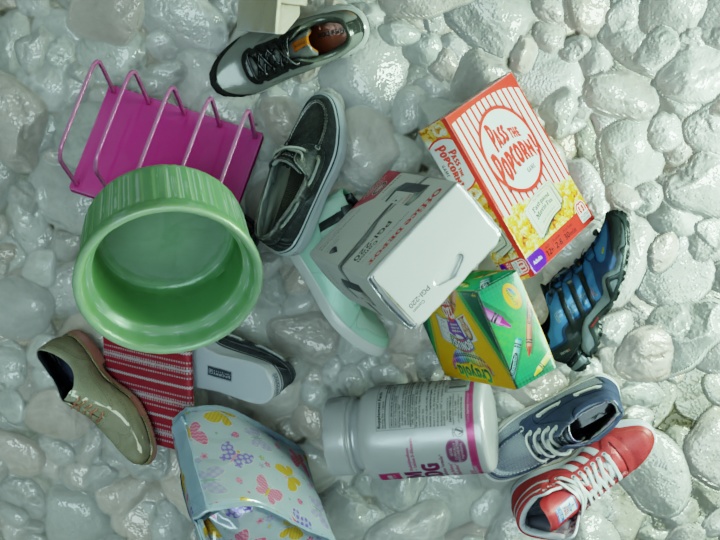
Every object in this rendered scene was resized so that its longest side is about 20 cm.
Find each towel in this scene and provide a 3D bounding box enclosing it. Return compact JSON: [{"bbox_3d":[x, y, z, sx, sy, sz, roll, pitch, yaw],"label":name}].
[{"bbox_3d":[-0.262,0.117,1.551,0.144,0.022,0.202,9,106,32],"label":"towel"}]

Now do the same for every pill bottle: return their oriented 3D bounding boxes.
[{"bbox_3d":[0.061,0.193,1.507,0.198,0.113,0.114,-6,101,14],"label":"pill bottle"}]

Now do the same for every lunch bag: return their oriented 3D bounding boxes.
[{"bbox_3d":[-0.144,0.266,1.485,0.127,0.170,0.200,-41,132,12],"label":"lunch bag"}]

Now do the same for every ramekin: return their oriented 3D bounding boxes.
[{"bbox_3d":[-0.208,-0.016,1.343,0.198,0.098,0.201,-7,130,-8],"label":"ramekin"}]

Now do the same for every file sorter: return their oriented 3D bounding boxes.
[{"bbox_3d":[-0.231,-0.143,1.445,0.198,0.125,0.140,18,77,4],"label":"file sorter"}]

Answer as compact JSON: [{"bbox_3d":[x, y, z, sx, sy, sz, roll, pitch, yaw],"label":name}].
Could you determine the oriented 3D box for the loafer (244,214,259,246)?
[{"bbox_3d":[-0.221,-0.063,1.517,0.198,0.063,0.072,16,105,3],"label":"loafer"}]

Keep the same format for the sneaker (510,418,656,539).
[{"bbox_3d":[0.269,0.254,1.496,0.199,0.113,0.071,-33,96,12],"label":"sneaker"}]

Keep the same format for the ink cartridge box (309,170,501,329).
[{"bbox_3d":[0.045,-0.028,1.372,0.146,0.200,0.085,-47,112,-9],"label":"ink cartridge box"}]

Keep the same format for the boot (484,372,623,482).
[{"bbox_3d":[0.226,0.197,1.501,0.200,0.090,0.073,-39,95,13],"label":"boot"}]

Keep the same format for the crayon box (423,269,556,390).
[{"bbox_3d":[0.136,0.064,1.431,0.058,0.200,0.120,-26,98,-18],"label":"crayon box"}]

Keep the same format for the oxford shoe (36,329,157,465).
[{"bbox_3d":[-0.331,0.167,1.549,0.200,0.074,0.071,48,121,14],"label":"oxford shoe"}]

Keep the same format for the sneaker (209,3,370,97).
[{"bbox_3d":[-0.088,-0.257,1.453,0.199,0.079,0.074,-20,100,12],"label":"sneaker"}]

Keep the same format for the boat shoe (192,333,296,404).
[{"bbox_3d":[-0.172,0.106,1.546,0.199,0.068,0.072,15,112,26],"label":"boat shoe"}]

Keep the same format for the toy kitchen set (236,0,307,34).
[{"bbox_3d":[-0.040,-0.348,1.432,0.199,0.180,0.165,15,103,45],"label":"toy kitchen set"}]

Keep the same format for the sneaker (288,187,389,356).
[{"bbox_3d":[0.000,0.000,1.494,0.118,0.074,0.201,-34,93,19],"label":"sneaker"}]

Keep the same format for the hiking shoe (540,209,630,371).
[{"bbox_3d":[0.257,0.020,1.469,0.086,0.074,0.201,18,103,2],"label":"hiking shoe"}]

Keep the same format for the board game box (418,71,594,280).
[{"bbox_3d":[0.168,-0.106,1.417,0.046,0.151,0.201,-24,100,45],"label":"board game box"}]

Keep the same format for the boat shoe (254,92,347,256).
[{"bbox_3d":[-0.070,-0.117,1.454,0.072,0.071,0.202,8,80,32],"label":"boat shoe"}]
